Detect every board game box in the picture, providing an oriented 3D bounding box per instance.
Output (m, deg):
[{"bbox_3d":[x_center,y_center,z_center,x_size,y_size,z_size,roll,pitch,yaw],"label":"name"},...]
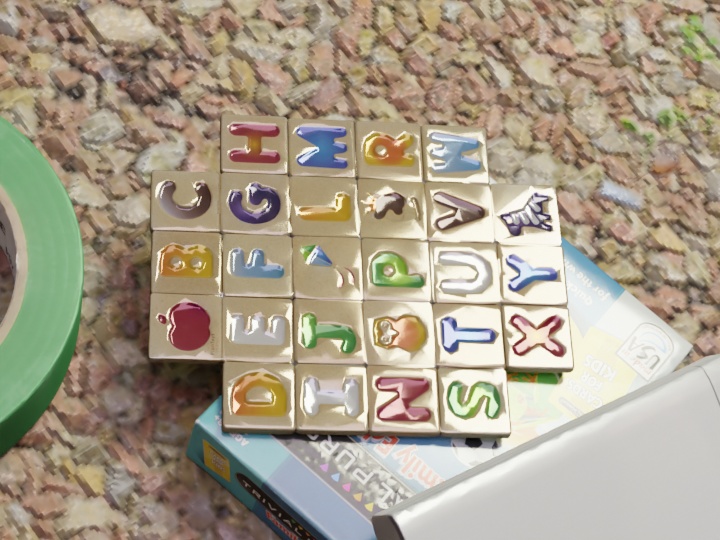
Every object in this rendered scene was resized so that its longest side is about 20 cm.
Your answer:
[{"bbox_3d":[0.040,0.061,0.843,0.151,0.047,0.200,40,63,9],"label":"board game box"}]

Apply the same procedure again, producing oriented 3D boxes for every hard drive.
[{"bbox_3d":[0.113,0.133,0.799,0.200,0.027,0.132,-21,91,-28],"label":"hard drive"}]

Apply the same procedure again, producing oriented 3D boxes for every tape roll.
[{"bbox_3d":[-0.229,0.006,0.815,0.200,0.048,0.201,5,64,-9],"label":"tape roll"}]

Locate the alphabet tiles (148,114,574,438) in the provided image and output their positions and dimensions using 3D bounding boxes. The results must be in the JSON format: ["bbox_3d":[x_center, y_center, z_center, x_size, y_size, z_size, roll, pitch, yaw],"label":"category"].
[{"bbox_3d":[0.000,0.000,0.836,0.199,0.006,0.167,2,63,-8],"label":"alphabet tiles"}]
